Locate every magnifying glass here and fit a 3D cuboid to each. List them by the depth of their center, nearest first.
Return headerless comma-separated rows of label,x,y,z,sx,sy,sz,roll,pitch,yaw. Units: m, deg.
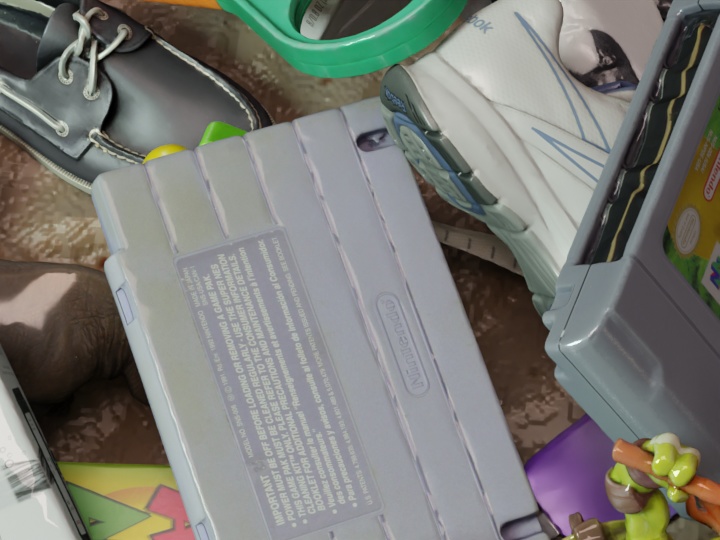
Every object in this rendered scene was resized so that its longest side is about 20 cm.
magnifying glass,-0.038,-0.116,1.091,0.199,0.022,0.080,9,54,43

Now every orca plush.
orca plush,0.099,-0.082,1.148,0.200,0.071,0.105,52,37,12

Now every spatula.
spatula,0.048,0.113,1.065,0.199,0.021,0.057,-29,66,-25

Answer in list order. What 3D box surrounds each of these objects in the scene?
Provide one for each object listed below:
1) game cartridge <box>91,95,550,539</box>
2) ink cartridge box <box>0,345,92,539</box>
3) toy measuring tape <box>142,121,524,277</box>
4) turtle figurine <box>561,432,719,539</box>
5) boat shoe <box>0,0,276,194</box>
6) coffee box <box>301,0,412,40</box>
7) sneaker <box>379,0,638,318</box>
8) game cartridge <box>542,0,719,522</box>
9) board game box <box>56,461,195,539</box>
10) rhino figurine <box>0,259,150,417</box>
game cartridge,-0.018,0.042,1.047,0.129,0.038,0.201,-17,76,-12
ink cartridge box,-0.163,0.106,1.015,0.115,0.068,0.201,-25,88,-2
toy measuring tape,0.000,0.000,1.120,0.199,0.074,0.074,21,71,-3
turtle figurine,0.081,0.115,0.994,0.160,0.201,0.065,-10,33,-8
boat shoe,-0.127,-0.085,1.163,0.199,0.063,0.073,24,72,16
coffee box,-0.046,-0.198,1.163,0.200,0.080,0.115,41,117,21
sneaker,0.096,-0.021,1.059,0.087,0.074,0.200,-42,110,-11
game cartridge,0.144,-0.013,1.042,0.040,0.133,0.201,-2,52,40
board game box,-0.122,0.131,1.081,0.198,0.048,0.102,1,67,8
rhino figurine,-0.132,0.031,1.094,0.198,0.088,0.060,6,38,-5
